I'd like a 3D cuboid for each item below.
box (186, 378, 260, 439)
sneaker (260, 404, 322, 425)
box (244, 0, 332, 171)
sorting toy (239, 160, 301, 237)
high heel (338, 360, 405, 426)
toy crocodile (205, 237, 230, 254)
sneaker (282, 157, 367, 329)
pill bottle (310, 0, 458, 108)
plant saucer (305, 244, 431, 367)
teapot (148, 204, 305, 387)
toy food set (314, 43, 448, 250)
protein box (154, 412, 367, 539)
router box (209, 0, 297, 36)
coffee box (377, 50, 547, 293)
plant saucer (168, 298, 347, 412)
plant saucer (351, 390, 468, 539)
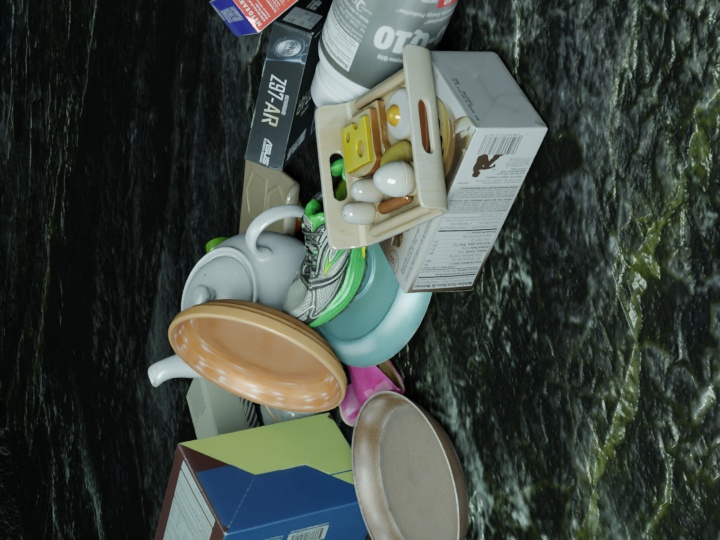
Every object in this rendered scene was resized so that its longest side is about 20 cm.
[{"bbox_3d":[-0.176,0.231,1.854,0.082,0.068,0.201,119,140,-48],"label":"box"},{"bbox_3d":[-0.106,0.151,1.687,0.200,0.075,0.093,45,128,56],"label":"sneaker"},{"bbox_3d":[-0.057,-0.219,1.458,0.200,0.043,0.161,-59,-13,-57],"label":"box"},{"bbox_3d":[-0.114,-0.046,1.747,0.200,0.036,0.186,-135,48,-61],"label":"sorting toy"},{"bbox_3d":[-0.001,0.063,1.484,0.096,0.067,0.201,-35,54,45],"label":"high heel"},{"bbox_3d":[-0.171,0.014,1.777,0.200,0.061,0.068,116,146,-59],"label":"toy crocodile"},{"bbox_3d":[-0.036,-0.032,1.400,0.078,0.085,0.201,41,113,45],"label":"sneaker"},{"bbox_3d":[0.024,-0.240,1.337,0.201,0.113,0.114,114,144,-44],"label":"pill bottle"},{"bbox_3d":[0.000,0.000,1.436,0.200,0.027,0.202,-14,72,47],"label":"plant saucer"},{"bbox_3d":[-0.134,0.037,1.573,0.197,0.146,0.201,-6,75,37],"label":"teapot"},{"bbox_3d":[0.011,-0.107,1.250,0.200,0.060,0.145,-21,74,62],"label":"toy food set"},{"bbox_3d":[-0.112,0.294,1.561,0.135,0.198,0.201,55,140,38],"label":"protein box"},{"bbox_3d":[-0.064,-0.316,1.408,0.049,0.179,0.200,51,176,-14],"label":"router box"},{"bbox_3d":[0.083,-0.088,1.265,0.113,0.079,0.201,63,145,38],"label":"coffee box"},{"bbox_3d":[-0.105,0.087,1.453,0.200,0.199,0.038,-41,24,59],"label":"plant saucer"},{"bbox_3d":[0.053,0.218,1.388,0.200,0.032,0.202,26,121,54],"label":"plant saucer"}]
